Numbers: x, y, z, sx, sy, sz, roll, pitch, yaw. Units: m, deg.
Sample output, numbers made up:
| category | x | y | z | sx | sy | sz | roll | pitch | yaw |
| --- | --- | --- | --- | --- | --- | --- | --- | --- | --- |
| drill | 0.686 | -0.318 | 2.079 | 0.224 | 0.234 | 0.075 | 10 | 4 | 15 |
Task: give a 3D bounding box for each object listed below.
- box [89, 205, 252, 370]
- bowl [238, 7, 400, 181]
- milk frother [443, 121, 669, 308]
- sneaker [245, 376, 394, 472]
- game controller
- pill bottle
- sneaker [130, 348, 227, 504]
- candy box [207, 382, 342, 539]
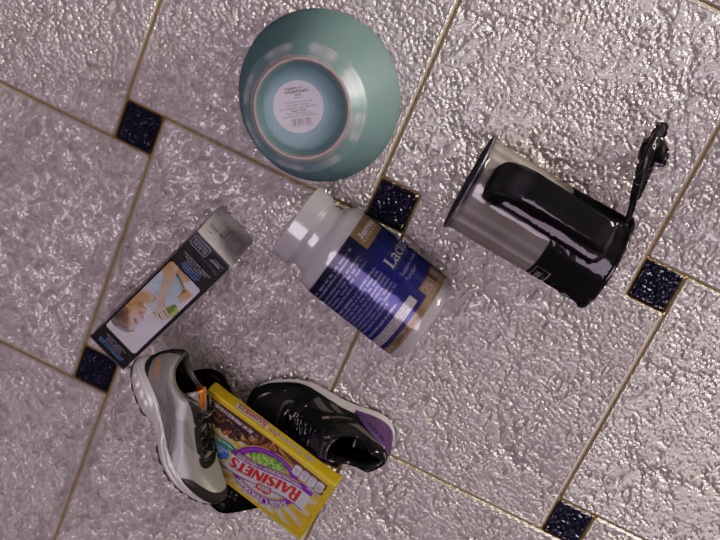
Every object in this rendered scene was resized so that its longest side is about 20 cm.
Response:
| category | x | y | z | sx | sy | sz | roll | pitch | yaw |
| --- | --- | --- | --- | --- | --- | --- | --- | --- | --- |
| box | -0.230 | 0.020 | 1.223 | 0.199 | 0.117 | 0.060 | -41 | 100 | 17 |
| bowl | -0.056 | -0.191 | 1.134 | 0.197 | 0.105 | 0.204 | 3 | 108 | 8 |
| milk frother | 0.225 | -0.099 | 1.114 | 0.186 | 0.181 | 0.202 | 30 | 66 | -1 |
| sneaker | -0.055 | 0.196 | 1.260 | 0.197 | 0.088 | 0.077 | 15 | 109 | 5 |
| game controller | -0.187 | 0.223 | 1.300 | 0.103 | 0.042 | 0.203 | -14 | 105 | 34 |
| pill bottle | 0.000 | 0.000 | 1.176 | 0.199 | 0.116 | 0.116 | 37 | 109 | -4 |
| sneaker | -0.207 | 0.190 | 1.206 | 0.078 | 0.074 | 0.203 | -21 | 96 | 21 |
| candy box | -0.128 | 0.239 | 1.246 | 0.199 | 0.026 | 0.103 | 35 | 117 | 6 |
